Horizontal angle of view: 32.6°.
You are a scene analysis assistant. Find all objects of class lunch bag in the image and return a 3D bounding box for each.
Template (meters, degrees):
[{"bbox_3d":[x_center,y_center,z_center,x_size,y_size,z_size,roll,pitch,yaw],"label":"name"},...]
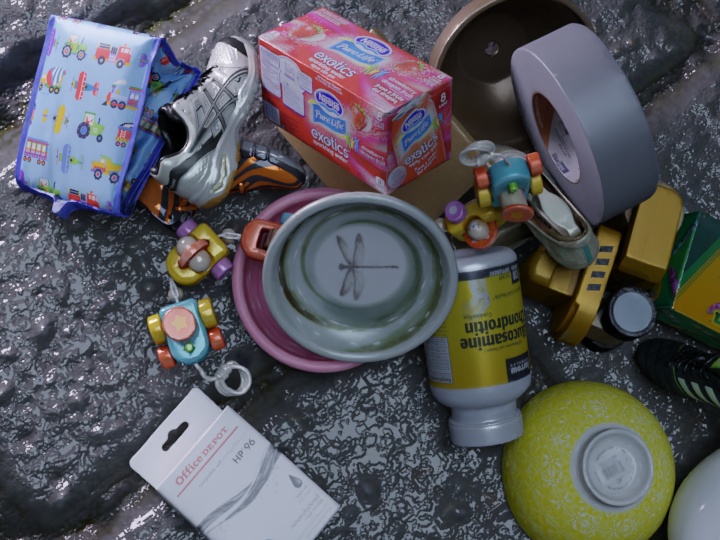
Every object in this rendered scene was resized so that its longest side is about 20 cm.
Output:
[{"bbox_3d":[-0.281,-0.151,1.300,0.149,0.094,0.202,16,81,26],"label":"lunch bag"}]

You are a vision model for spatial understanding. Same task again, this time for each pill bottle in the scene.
[{"bbox_3d":[0.124,0.080,1.323,0.111,0.112,0.202,-9,97,-11],"label":"pill bottle"}]

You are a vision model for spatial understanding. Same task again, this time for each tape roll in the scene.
[{"bbox_3d":[0.231,-0.152,1.284,0.066,0.200,0.202,-25,84,-6],"label":"tape roll"}]

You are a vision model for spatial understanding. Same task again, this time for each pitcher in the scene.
[{"bbox_3d":[0.437,0.260,1.355,0.172,0.121,0.200,45,64,-11],"label":"pitcher"}]

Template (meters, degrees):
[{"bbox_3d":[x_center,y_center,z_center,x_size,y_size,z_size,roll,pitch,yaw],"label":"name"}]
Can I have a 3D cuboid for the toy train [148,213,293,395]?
[{"bbox_3d":[-0.138,0.021,1.277,0.149,0.056,0.202,20,81,4],"label":"toy train"}]

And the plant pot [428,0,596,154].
[{"bbox_3d":[0.163,-0.235,1.391,0.199,0.093,0.203,-7,124,-11],"label":"plant pot"}]

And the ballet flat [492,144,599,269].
[{"bbox_3d":[0.188,-0.084,1.323,0.067,0.062,0.200,-38,58,-7],"label":"ballet flat"}]

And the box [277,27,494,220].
[{"bbox_3d":[0.025,-0.137,1.361,0.163,0.021,0.200,-42,88,24],"label":"box"}]

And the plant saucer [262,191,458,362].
[{"bbox_3d":[0.000,0.000,1.258,0.198,0.050,0.202,0,122,0],"label":"plant saucer"}]

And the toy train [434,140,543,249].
[{"bbox_3d":[0.102,-0.057,1.269,0.149,0.200,0.056,3,63,-36],"label":"toy train"}]

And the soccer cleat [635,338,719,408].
[{"bbox_3d":[0.385,0.114,1.343,0.067,0.081,0.199,-40,46,-20],"label":"soccer cleat"}]

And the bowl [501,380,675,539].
[{"bbox_3d":[0.260,0.215,1.332,0.198,0.108,0.202,2,79,-8],"label":"bowl"}]

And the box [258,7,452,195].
[{"bbox_3d":[-0.006,-0.175,1.247,0.095,0.100,0.199,-31,48,-30],"label":"box"}]

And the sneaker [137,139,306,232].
[{"bbox_3d":[-0.163,-0.088,1.347,0.198,0.078,0.113,12,81,4],"label":"sneaker"}]

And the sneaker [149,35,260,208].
[{"bbox_3d":[-0.163,-0.168,1.272,0.087,0.075,0.202,22,60,-26],"label":"sneaker"}]

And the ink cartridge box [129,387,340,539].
[{"bbox_3d":[-0.134,0.225,1.286,0.200,0.068,0.116,41,76,1],"label":"ink cartridge box"}]

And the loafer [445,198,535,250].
[{"bbox_3d":[0.178,-0.069,1.394,0.199,0.067,0.076,-31,85,-14],"label":"loafer"}]

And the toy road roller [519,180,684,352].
[{"bbox_3d":[0.260,-0.013,1.368,0.145,0.123,0.202,21,77,-3],"label":"toy road roller"}]

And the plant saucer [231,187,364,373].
[{"bbox_3d":[-0.041,0.013,1.347,0.198,0.051,0.203,1,80,-4],"label":"plant saucer"}]

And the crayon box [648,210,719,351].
[{"bbox_3d":[0.428,0.030,1.398,0.199,0.058,0.120,25,76,-18],"label":"crayon box"}]
